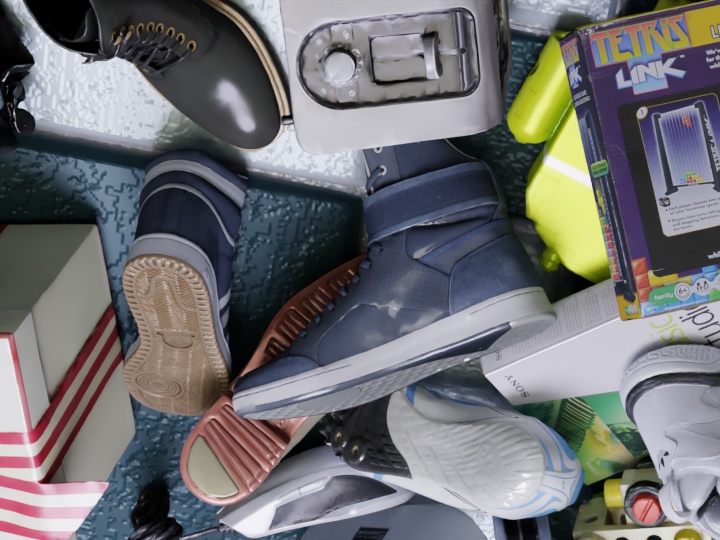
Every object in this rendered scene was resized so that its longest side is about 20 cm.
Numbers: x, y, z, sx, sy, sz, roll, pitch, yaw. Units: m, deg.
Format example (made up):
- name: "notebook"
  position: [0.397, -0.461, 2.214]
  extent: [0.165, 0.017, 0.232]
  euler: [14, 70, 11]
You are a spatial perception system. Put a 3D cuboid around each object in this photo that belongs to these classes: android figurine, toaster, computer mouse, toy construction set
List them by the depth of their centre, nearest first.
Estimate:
- name: "toaster"
  position: [0.017, -0.174, 1.262]
  extent: [0.118, 0.200, 0.182]
  euler: [-3, 108, 8]
- name: "android figurine"
  position: [0.177, -0.068, 1.363]
  extent: [0.181, 0.041, 0.200]
  euler: [25, 116, -4]
- name: "toy construction set"
  position: [0.217, 0.179, 1.439]
  extent: [0.199, 0.092, 0.132]
  euler: [-11, 112, 4]
- name: "computer mouse"
  position: [-0.059, 0.145, 1.487]
  extent: [0.199, 0.110, 0.044]
  euler: [-14, 95, 2]

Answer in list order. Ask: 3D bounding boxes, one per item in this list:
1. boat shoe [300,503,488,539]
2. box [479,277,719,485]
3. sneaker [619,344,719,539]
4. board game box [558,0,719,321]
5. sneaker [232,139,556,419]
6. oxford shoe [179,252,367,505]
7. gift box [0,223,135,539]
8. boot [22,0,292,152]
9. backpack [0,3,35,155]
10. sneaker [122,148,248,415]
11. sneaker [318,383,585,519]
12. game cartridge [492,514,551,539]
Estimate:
- name: "boat shoe"
  position: [0.034, 0.197, 1.454]
  extent: [0.068, 0.074, 0.199]
  euler: [48, 153, -22]
- name: "box"
  position: [0.192, 0.052, 1.393]
  extent: [0.199, 0.036, 0.144]
  euler: [-24, 136, 21]
- name: "sneaker"
  position: [0.257, 0.109, 1.354]
  extent: [0.199, 0.115, 0.075]
  euler: [5, 139, -14]
- name: "board game box"
  position: [0.227, -0.072, 1.277]
  extent: [0.199, 0.057, 0.166]
  euler: [-12, 88, -7]
- name: "sneaker"
  position: [0.001, 0.000, 1.371]
  extent: [0.202, 0.077, 0.147]
  euler: [-22, 78, 7]
- name: "oxford shoe"
  position: [-0.039, 0.063, 1.437]
  extent: [0.200, 0.074, 0.071]
  euler: [-43, 89, -4]
- name: "gift box"
  position: [-0.240, 0.073, 1.408]
  extent: [0.199, 0.187, 0.185]
  euler: [-5, 115, 18]
- name: "boot"
  position: [-0.126, -0.127, 1.325]
  extent: [0.077, 0.138, 0.200]
  euler: [-37, 107, 23]
- name: "backpack"
  position: [-0.296, -0.151, 1.348]
  extent: [0.166, 0.127, 0.201]
  euler: [-4, 113, 15]
- name: "sneaker"
  position: [-0.109, 0.006, 1.437]
  extent: [0.070, 0.109, 0.200]
  euler: [8, 147, 2]
- name: "sneaker"
  position: [0.052, 0.110, 1.422]
  extent: [0.072, 0.200, 0.072]
  euler: [29, 82, -48]
- name: "game cartridge"
  position: [0.106, 0.209, 1.422]
  extent: [0.041, 0.200, 0.134]
  euler: [-10, 115, 4]
